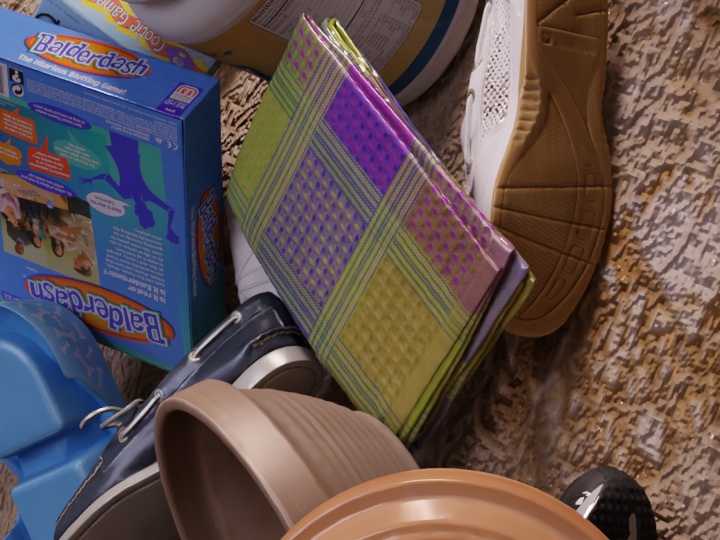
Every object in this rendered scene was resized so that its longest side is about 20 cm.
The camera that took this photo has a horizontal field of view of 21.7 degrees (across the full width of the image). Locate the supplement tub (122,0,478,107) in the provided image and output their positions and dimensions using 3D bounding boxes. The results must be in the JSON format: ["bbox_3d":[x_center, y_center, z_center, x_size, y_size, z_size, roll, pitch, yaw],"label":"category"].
[{"bbox_3d":[-0.044,-0.181,1.042,0.144,0.199,0.146,-20,61,42],"label":"supplement tub"}]

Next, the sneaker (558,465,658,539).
[{"bbox_3d":[0.069,0.177,0.881,0.080,0.073,0.202,35,102,50],"label":"sneaker"}]

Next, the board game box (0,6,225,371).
[{"bbox_3d":[-0.154,-0.042,1.097,0.151,0.045,0.201,20,135,17],"label":"board game box"}]

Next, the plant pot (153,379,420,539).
[{"bbox_3d":[-0.017,0.137,0.946,0.201,0.092,0.202,49,153,36],"label":"plant pot"}]

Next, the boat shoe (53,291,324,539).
[{"bbox_3d":[-0.105,0.092,1.045,0.200,0.075,0.062,-46,54,23],"label":"boat shoe"}]

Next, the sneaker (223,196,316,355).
[{"bbox_3d":[0.000,0.000,1.040,0.199,0.074,0.101,5,96,50],"label":"sneaker"}]

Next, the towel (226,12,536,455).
[{"bbox_3d":[0.003,-0.017,0.961,0.200,0.023,0.144,53,132,30],"label":"towel"}]

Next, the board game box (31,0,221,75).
[{"bbox_3d":[-0.163,-0.106,1.159,0.200,0.105,0.103,-48,8,46],"label":"board game box"}]

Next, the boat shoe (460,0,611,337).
[{"bbox_3d":[0.084,-0.064,0.963,0.069,0.070,0.202,-11,68,59],"label":"boat shoe"}]

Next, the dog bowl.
[{"bbox_3d":[-0.183,0.108,1.137,0.111,0.049,0.202,-24,92,36],"label":"dog bowl"}]

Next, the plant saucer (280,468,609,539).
[{"bbox_3d":[0.037,0.188,0.822,0.202,0.199,0.032,-60,-2,12],"label":"plant saucer"}]
